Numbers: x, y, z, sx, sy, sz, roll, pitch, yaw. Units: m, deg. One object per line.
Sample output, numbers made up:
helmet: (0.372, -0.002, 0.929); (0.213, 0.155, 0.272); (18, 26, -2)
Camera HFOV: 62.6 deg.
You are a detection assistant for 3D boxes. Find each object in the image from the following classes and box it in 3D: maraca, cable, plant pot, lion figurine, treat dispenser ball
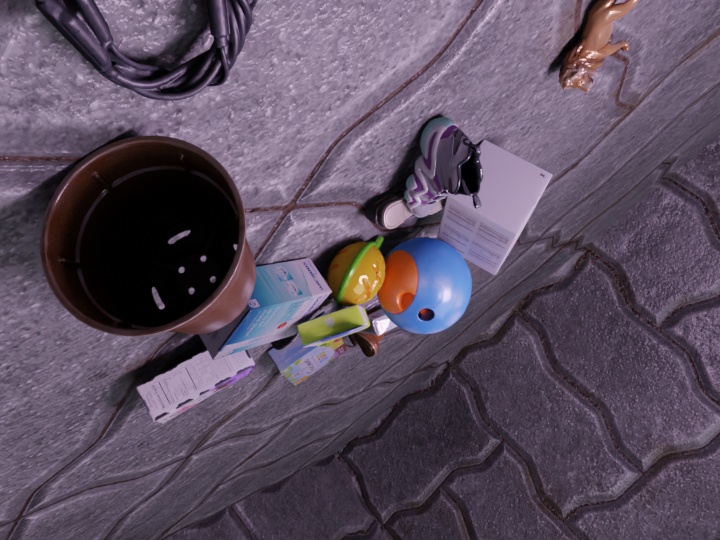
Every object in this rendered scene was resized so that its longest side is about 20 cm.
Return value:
maraca: (0.000, 0.000, 1.172); (0.138, 0.107, 0.200); (-64, 170, 26)
cable: (-0.158, -0.219, 0.479); (0.163, 0.051, 0.200); (-41, 159, -2)
plant pot: (-0.207, -0.016, 0.663); (0.200, 0.201, 0.198); (-34, 169, -6)
lion figurine: (0.402, -0.402, 0.993); (0.122, 0.073, 0.201); (-23, 144, -12)
treat dispenser ball: (0.132, 0.032, 1.237); (0.200, 0.201, 0.201); (-31, 161, -12)

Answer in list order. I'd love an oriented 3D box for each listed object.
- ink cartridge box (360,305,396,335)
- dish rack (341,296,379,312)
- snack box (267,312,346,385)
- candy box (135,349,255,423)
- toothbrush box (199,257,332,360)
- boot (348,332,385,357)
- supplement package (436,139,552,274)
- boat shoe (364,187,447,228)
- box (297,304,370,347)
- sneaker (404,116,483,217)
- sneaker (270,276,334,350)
ink cartridge box: (0.085, 0.101, 1.514); (0.199, 0.050, 0.162); (-27, -170, -23)
dish rack: (0.024, 0.041, 1.396); (0.171, 0.044, 0.200); (-30, 160, -19)
snack box: (-0.127, 0.200, 1.472); (0.168, 0.068, 0.200); (-34, 160, -8)
candy box: (-0.306, 0.206, 1.117); (0.199, 0.072, 0.168); (-29, 174, -19)
toothbrush box: (-0.172, 0.064, 1.048); (0.199, 0.086, 0.147); (-13, 151, -52)
boot: (0.057, 0.160, 1.602); (0.155, 0.077, 0.200); (-29, -176, -12)
supplement package: (0.261, -0.122, 1.193); (0.152, 0.150, 0.200); (-55, 167, -18)
boat shoe: (0.090, -0.131, 1.110); (0.199, 0.057, 0.067); (-25, 123, -39)
box: (-0.048, 0.109, 1.147); (0.121, 0.048, 0.200); (-20, 173, 2)
sneaker: (0.148, -0.138, 0.987); (0.077, 0.140, 0.201); (-27, 147, -27)
sneaker: (-0.108, 0.088, 1.227); (0.115, 0.076, 0.201); (-10, 146, -49)
